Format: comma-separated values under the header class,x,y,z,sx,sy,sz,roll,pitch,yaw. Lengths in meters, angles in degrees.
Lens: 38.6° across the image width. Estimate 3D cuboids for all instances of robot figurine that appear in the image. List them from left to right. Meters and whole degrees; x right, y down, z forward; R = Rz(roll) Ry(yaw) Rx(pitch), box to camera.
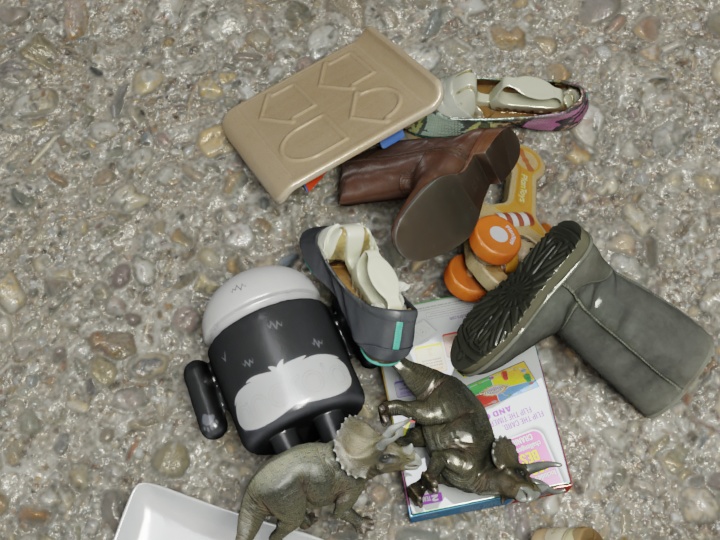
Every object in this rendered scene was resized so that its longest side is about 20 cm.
class,x,y,z,sx,sy,sz,roll,pitch,yaw
robot figurine,-0.071,0.093,0.957,0.150,0.125,0.200,-7,62,-39

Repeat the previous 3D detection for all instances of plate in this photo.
class,x,y,z,sx,sy,sz,roll,pitch,yaw
plate,-0.145,0.314,0.922,0.199,0.032,0.200,15,70,11

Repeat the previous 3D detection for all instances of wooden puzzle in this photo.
class,x,y,z,sx,sy,sz,roll,pitch,yaw
wooden puzzle,-0.030,-0.157,1.063,0.200,0.046,0.185,-34,41,-4

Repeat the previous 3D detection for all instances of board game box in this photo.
class,x,y,z,sx,sy,sz,roll,pitch,yaw
board game box,0.100,0.123,0.973,0.153,0.040,0.201,-11,68,0

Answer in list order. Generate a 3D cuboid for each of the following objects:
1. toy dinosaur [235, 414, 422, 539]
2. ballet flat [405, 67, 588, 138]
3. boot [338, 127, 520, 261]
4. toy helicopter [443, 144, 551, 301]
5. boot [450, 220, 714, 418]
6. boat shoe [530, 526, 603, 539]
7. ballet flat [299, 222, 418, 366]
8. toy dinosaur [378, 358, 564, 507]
class,x,y,z,sx,sy,sz,roll,pitch,yaw
toy dinosaur,-0.046,0.181,0.865,0.199,0.103,0.077,-17,27,-3
ballet flat,0.139,-0.180,1.074,0.199,0.071,0.069,0,69,5
boot,0.030,-0.072,0.981,0.200,0.064,0.186,3,36,47
toy helicopter,0.162,-0.046,1.000,0.132,0.079,0.200,19,50,-8
boot,0.204,0.072,0.932,0.182,0.200,0.073,-44,30,9
boat shoe,0.172,0.323,0.882,0.064,0.071,0.201,-11,60,39
ballet flat,0.000,0.000,0.932,0.073,0.073,0.200,-25,43,-6
toy dinosaur,0.078,0.144,0.909,0.102,0.077,0.200,-21,56,-22
